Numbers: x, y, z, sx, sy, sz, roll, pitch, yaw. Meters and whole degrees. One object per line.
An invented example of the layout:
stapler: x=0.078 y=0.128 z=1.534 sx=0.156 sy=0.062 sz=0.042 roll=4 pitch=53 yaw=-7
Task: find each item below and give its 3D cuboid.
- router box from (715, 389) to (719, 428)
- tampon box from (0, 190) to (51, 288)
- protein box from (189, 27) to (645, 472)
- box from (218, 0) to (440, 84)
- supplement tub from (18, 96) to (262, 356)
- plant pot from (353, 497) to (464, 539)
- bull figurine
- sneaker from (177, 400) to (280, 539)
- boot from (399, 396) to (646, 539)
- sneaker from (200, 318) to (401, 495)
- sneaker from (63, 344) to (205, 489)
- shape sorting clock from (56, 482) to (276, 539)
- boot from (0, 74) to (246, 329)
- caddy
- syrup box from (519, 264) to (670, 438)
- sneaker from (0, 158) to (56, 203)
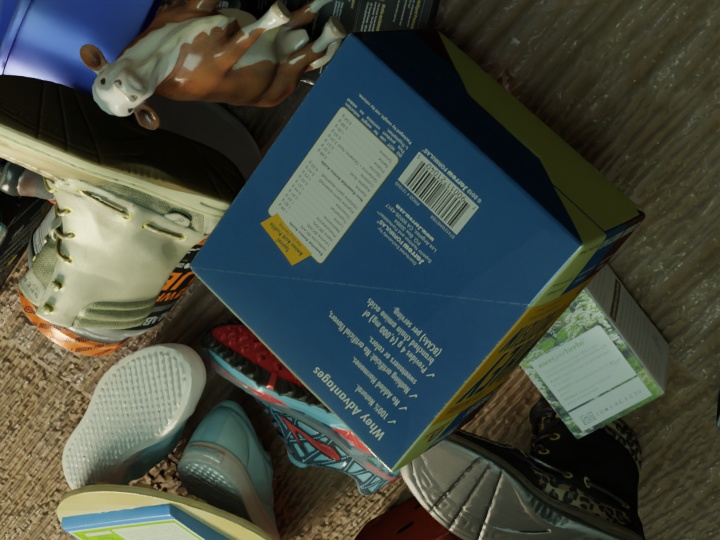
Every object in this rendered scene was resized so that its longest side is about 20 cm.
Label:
router box: x=0.357 y=0.044 z=1.022 sx=0.149 sy=0.051 sz=0.200 roll=16 pitch=119 yaw=8
tampon box: x=-0.350 y=-0.033 z=1.126 sx=0.150 sy=0.126 sz=0.200 roll=37 pitch=120 yaw=-5
protein box: x=0.036 y=-0.019 z=0.939 sx=0.199 sy=0.135 sz=0.200 roll=44 pitch=116 yaw=14
box: x=-0.017 y=-0.228 z=0.988 sx=0.160 sy=0.044 sz=0.200 roll=17 pitch=119 yaw=6
supplement tub: x=-0.171 y=-0.034 z=1.081 sx=0.123 sy=0.123 sz=0.200 roll=37 pitch=120 yaw=-6
plant pot: x=0.080 y=0.276 z=1.143 sx=0.200 sy=0.200 sz=0.176 roll=-31 pitch=94 yaw=26
bull figurine: x=-0.087 y=-0.144 z=0.920 sx=0.121 sy=0.200 sz=0.065 roll=-33 pitch=82 yaw=26
sneaker: x=-0.096 y=0.184 z=1.205 sx=0.074 sy=0.082 sz=0.200 roll=14 pitch=144 yaw=15
boot: x=0.130 y=0.147 z=1.077 sx=0.200 sy=0.151 sz=0.073 roll=25 pitch=121 yaw=0
sneaker: x=-0.050 y=0.119 z=1.152 sx=0.200 sy=0.079 sz=0.096 roll=31 pitch=122 yaw=-2
sneaker: x=-0.173 y=0.113 z=1.171 sx=0.074 sy=0.082 sz=0.200 roll=55 pitch=131 yaw=8
shape sorting clock: x=-0.152 y=0.221 z=1.177 sx=0.200 sy=0.039 sz=0.200 roll=12 pitch=146 yaw=8
boot: x=-0.195 y=-0.037 z=0.947 sx=0.200 sy=0.072 sz=0.155 roll=20 pitch=127 yaw=-33
caddy: x=-0.189 y=-0.197 z=0.971 sx=0.105 sy=0.141 sz=0.200 roll=25 pitch=87 yaw=-9
syrup box: x=0.138 y=0.016 z=1.048 sx=0.079 sy=0.081 sz=0.200 roll=-33 pitch=102 yaw=26
sneaker: x=-0.266 y=-0.122 z=1.037 sx=0.200 sy=0.082 sz=0.077 roll=47 pitch=125 yaw=36
